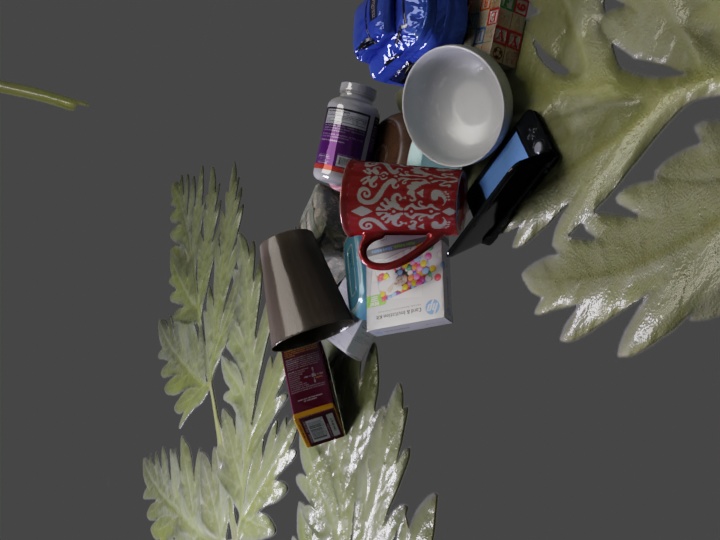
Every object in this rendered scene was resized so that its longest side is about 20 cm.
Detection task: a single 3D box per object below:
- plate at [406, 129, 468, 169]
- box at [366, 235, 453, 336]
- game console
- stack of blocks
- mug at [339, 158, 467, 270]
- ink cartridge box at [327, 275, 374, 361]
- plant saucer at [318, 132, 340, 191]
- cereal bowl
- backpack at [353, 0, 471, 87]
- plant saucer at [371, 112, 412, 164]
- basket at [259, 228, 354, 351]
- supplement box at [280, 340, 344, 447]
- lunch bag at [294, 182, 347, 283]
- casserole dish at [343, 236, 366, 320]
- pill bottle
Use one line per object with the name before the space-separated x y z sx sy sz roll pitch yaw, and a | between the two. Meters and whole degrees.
plate | 0.145 -0.211 1.613 0.200 0.025 0.204 -31 54 55
box | 0.084 0.004 1.557 0.154 0.041 0.203 -12 67 28
game console | 0.204 -0.138 1.375 0.201 0.115 0.178 -54 36 37
stack of blocks | 0.202 -0.409 1.544 0.199 0.058 0.117 15 93 63
mug | 0.078 -0.099 1.509 0.134 0.197 0.181 -50 -40 -64
ink cartridge box | 0.000 0.065 1.783 0.202 0.057 0.162 -57 28 -3
plant saucer | -0.039 -0.280 1.964 0.200 0.050 0.204 -34 50 54
cereal bowl | 0.171 -0.276 1.475 0.198 0.083 0.204 13 111 36
backpack | 0.089 -0.423 1.527 0.199 0.165 0.166 -21 68 58
plant saucer | 0.052 -0.225 1.789 0.200 0.034 0.204 -34 51 55
basket | -0.118 0.033 1.723 0.178 0.136 0.203 -22 75 22
supplement box | -0.099 0.238 1.792 0.111 0.084 0.202 74 180 -48
lunch bag | -0.080 -0.053 1.875 0.165 0.116 0.201 -100 32 -51
casserole dish | 0.000 0.000 1.676 0.121 0.038 0.203 122 146 -62
pill bottle | -0.024 -0.274 1.795 0.112 0.111 0.203 15 93 62
